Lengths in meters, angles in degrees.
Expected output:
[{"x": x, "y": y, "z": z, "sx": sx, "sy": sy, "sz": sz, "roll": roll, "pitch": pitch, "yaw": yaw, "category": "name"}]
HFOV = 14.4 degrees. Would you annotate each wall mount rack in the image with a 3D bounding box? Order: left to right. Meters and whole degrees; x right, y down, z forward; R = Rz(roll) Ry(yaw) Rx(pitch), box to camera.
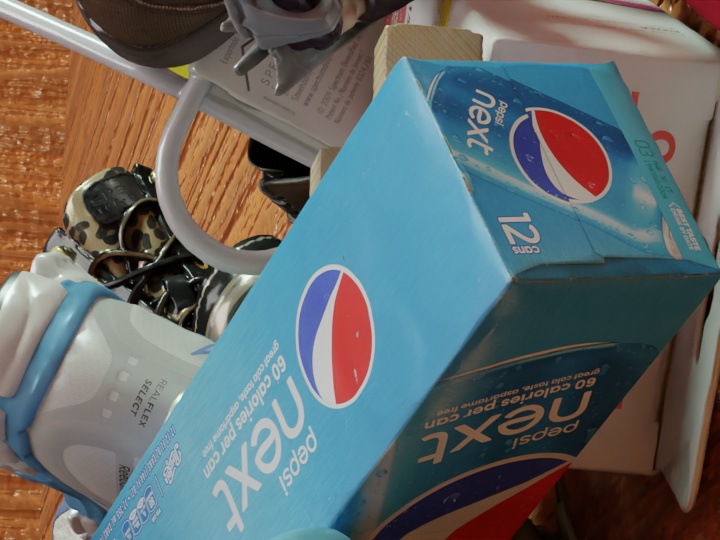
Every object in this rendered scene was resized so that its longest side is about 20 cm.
[{"x": -0.034, "y": -0.107, "z": 0.903, "sx": 0.201, "sy": 0.173, "sz": 0.075, "roll": -63, "pitch": 14, "yaw": -2, "category": "wall mount rack"}]

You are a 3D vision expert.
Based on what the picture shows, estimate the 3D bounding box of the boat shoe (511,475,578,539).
[{"x": 0.044, "y": 0.118, "z": 0.802, "sx": 0.201, "sy": 0.062, "sz": 0.073, "roll": -93, "pitch": -13, "yaw": -48, "category": "boat shoe"}]

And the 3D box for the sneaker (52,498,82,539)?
[{"x": -0.078, "y": 0.142, "z": 0.944, "sx": 0.200, "sy": 0.088, "sz": 0.076, "roll": -121, "pitch": 34, "yaw": -44, "category": "sneaker"}]

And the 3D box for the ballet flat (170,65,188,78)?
[{"x": -0.016, "y": -0.148, "z": 0.995, "sx": 0.200, "sy": 0.067, "sz": 0.067, "roll": -57, "pitch": 4, "yaw": 11, "category": "ballet flat"}]

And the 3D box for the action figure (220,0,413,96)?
[{"x": 0.027, "y": -0.108, "z": 0.741, "sx": 0.130, "sy": 0.069, "sz": 0.200, "roll": -57, "pitch": 19, "yaw": -23, "category": "action figure"}]

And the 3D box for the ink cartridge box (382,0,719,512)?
[{"x": 0.048, "y": -0.018, "z": 0.788, "sx": 0.200, "sy": 0.067, "sz": 0.117, "roll": -123, "pitch": 39, "yaw": -73, "category": "ink cartridge box"}]

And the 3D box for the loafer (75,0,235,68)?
[{"x": -0.012, "y": -0.141, "z": 0.830, "sx": 0.200, "sy": 0.073, "sz": 0.071, "roll": -48, "pitch": -19, "yaw": 4, "category": "loafer"}]

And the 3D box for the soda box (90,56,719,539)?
[{"x": 0.004, "y": 0.038, "z": 0.703, "sx": 0.200, "sy": 0.064, "sz": 0.068, "roll": -56, "pitch": 47, "yaw": 41, "category": "soda box"}]

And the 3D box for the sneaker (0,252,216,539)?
[{"x": -0.046, "y": 0.058, "z": 0.846, "sx": 0.075, "sy": 0.086, "sz": 0.200, "roll": -66, "pitch": -18, "yaw": -5, "category": "sneaker"}]

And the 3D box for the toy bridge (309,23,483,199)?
[{"x": 0.000, "y": 0.000, "z": 0.778, "sx": 0.200, "sy": 0.027, "sz": 0.068, "roll": 120, "pitch": 153, "yaw": -69, "category": "toy bridge"}]

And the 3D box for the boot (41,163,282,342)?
[{"x": -0.064, "y": 0.017, "z": 1.104, "sx": 0.151, "sy": 0.073, "sz": 0.200, "roll": 46, "pitch": 167, "yaw": 27, "category": "boot"}]

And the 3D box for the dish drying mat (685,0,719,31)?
[{"x": 0.100, "y": -0.092, "z": 0.685, "sx": 0.200, "sy": 0.018, "sz": 0.077, "roll": -118, "pitch": 35, "yaw": -70, "category": "dish drying mat"}]

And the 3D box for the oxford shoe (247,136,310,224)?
[{"x": -0.003, "y": -0.041, "z": 1.039, "sx": 0.200, "sy": 0.084, "sz": 0.073, "roll": 109, "pitch": 160, "yaw": -60, "category": "oxford shoe"}]

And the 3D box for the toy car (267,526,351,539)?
[{"x": -0.040, "y": 0.195, "z": 0.624, "sx": 0.185, "sy": 0.199, "sz": 0.177, "roll": 52, "pitch": 148, "yaw": 24, "category": "toy car"}]
